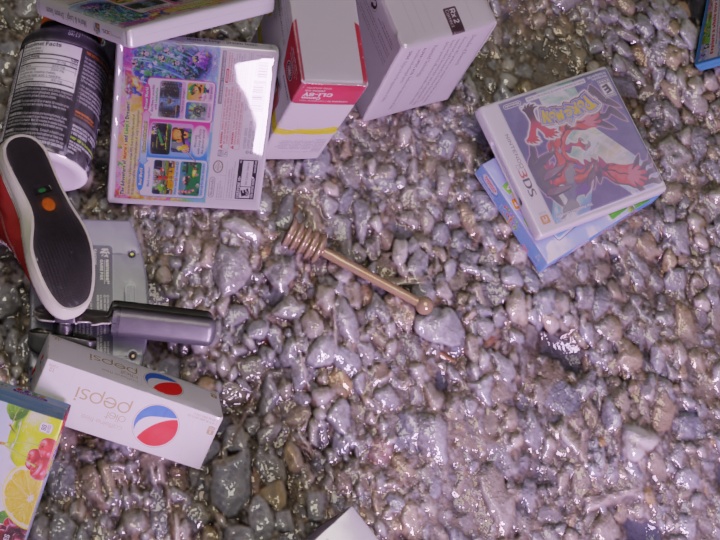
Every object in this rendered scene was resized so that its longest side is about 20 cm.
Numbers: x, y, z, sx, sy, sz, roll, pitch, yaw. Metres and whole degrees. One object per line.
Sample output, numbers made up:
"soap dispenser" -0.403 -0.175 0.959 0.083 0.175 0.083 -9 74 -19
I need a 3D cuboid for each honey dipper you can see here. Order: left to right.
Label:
"honey dipper" 0.000 0.000 1.516 0.198 0.038 0.038 28 66 -6

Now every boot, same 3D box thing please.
"boot" -0.357 -0.025 1.371 0.072 0.144 0.202 -13 75 -40

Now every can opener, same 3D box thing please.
"can opener" -0.258 0.069 1.384 0.197 0.053 0.068 7 101 -14

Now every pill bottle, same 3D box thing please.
"pill bottle" -0.344 -0.201 1.453 0.105 0.106 0.203 11 68 -11

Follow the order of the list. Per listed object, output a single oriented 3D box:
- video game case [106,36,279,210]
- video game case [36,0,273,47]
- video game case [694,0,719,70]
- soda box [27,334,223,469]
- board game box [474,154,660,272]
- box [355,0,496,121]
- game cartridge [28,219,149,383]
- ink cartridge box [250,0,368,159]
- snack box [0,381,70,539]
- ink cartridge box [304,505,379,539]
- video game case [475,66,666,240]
"video game case" -0.193 -0.166 1.452 0.179 0.202 0.024 2 29 -14
"video game case" -0.227 -0.295 1.414 0.199 0.024 0.181 -24 35 -39
"video game case" 0.550 -0.354 1.718 0.018 0.198 0.145 33 62 -35
"soda box" -0.249 0.139 1.348 0.198 0.064 0.069 21 106 -20
"board game box" 0.266 -0.110 1.630 0.199 0.037 0.152 -30 81 -22
"box" 0.045 -0.322 1.554 0.129 0.200 0.201 -18 76 -20
"game cartridge" -0.301 0.042 1.418 0.131 0.041 0.203 0 71 -12
"ink cartridge box" -0.068 -0.235 1.487 0.082 0.200 0.147 -3 71 -20
"snack box" -0.400 0.207 1.267 0.167 0.068 0.203 20 96 -8
"ink cartridge box" -0.014 0.376 1.318 0.144 0.145 0.201 -36 84 -24
"video game case" 0.267 -0.151 1.612 0.198 0.023 0.184 -20 77 -21
